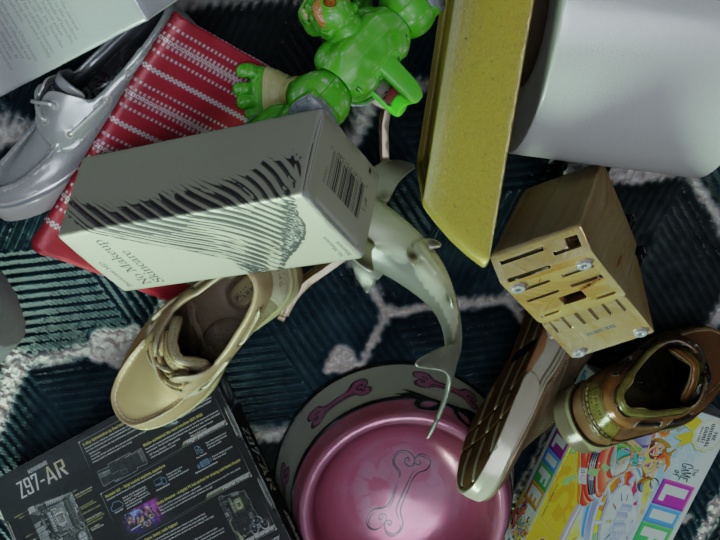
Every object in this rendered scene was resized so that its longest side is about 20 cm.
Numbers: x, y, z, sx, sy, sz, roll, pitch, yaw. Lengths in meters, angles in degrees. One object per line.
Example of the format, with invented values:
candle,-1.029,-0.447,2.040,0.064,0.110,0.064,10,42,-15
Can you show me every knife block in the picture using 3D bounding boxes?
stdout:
knife block,0.146,-0.039,0.930,0.064,0.176,0.200,-21,147,21

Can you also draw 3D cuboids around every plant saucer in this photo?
plant saucer,0.073,-0.124,0.910,0.048,0.200,0.201,8,105,-2

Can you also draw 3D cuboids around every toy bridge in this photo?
toy bridge,-0.019,-0.049,1.011,0.067,0.027,0.201,24,102,-12

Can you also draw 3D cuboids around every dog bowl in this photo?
dog bowl,0.031,0.179,1.055,0.199,0.074,0.201,-1,106,-5

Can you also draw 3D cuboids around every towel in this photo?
towel,-0.135,-0.074,0.964,0.144,0.022,0.201,24,105,-44

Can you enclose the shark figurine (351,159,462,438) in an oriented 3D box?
shark figurine,0.021,0.007,0.970,0.215,0.128,0.090,48,143,17

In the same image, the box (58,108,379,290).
box,-0.094,-0.043,0.868,0.199,0.069,0.082,-9,145,31

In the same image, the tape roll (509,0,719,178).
tape roll,0.180,-0.170,0.904,0.138,0.203,0.204,8,105,-6

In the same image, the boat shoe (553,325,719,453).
boat shoe,0.233,0.085,0.993,0.068,0.199,0.072,-34,82,47

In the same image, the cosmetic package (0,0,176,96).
cosmetic package,-0.213,-0.190,0.883,0.199,0.071,0.102,-16,111,38

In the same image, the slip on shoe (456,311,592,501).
slip on shoe,0.137,0.091,1.002,0.060,0.076,0.201,33,60,-10

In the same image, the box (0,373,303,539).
box,-0.165,0.190,1.021,0.199,0.044,0.161,-29,77,3

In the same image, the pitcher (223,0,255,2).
pitcher,-0.039,-0.255,0.879,0.199,0.172,0.122,-12,88,-2

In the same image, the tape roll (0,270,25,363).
tape roll,-0.329,0.004,0.911,0.200,0.200,0.066,41,98,-14

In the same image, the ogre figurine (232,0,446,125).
ogre figurine,-0.009,-0.145,0.904,0.199,0.120,0.099,-29,102,-20

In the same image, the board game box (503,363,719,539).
board game box,0.200,0.187,1.076,0.134,0.034,0.201,18,104,-23

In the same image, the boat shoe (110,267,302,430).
boat shoe,-0.125,0.051,0.950,0.071,0.064,0.200,47,118,6

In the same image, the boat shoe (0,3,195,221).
boat shoe,-0.197,-0.117,0.943,0.199,0.072,0.069,-35,136,5
